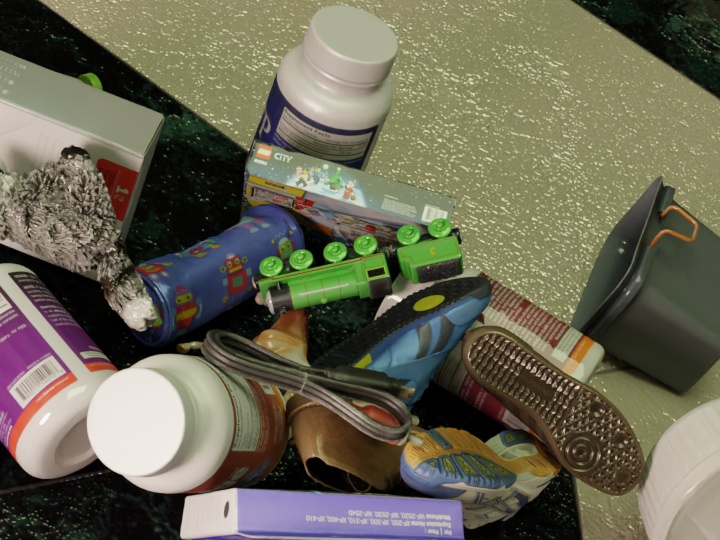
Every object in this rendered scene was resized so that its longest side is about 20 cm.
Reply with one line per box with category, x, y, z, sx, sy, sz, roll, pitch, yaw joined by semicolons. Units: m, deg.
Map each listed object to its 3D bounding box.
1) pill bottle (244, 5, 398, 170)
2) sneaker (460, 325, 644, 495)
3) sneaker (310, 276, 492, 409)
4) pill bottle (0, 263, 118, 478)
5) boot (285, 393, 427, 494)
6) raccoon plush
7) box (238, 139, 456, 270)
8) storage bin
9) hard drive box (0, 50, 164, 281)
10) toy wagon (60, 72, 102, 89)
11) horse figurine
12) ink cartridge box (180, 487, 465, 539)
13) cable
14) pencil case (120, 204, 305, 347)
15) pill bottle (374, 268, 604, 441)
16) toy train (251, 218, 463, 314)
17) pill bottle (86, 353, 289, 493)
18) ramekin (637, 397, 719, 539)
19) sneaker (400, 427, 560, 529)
pill bottle;-0.035;-0.159;1.969;0.119;0.200;0.120;13;41;-12
sneaker;0.172;0.118;1.760;0.200;0.070;0.076;44;2;-5
sneaker;0.044;0.077;1.771;0.200;0.079;0.066;-34;21;-24
pill bottle;-0.288;0.073;1.667;0.112;0.113;0.200;-21;57;-40
boot;0.013;0.169;1.707;0.200;0.074;0.076;26;41;-42
raccoon plush;-0.274;-0.023;1.695;0.134;0.097;0.200;-22;58;-18
box;-0.016;-0.057;1.905;0.199;0.137;0.038;16;70;-1
storage bin;0.316;0.016;2.005;0.134;0.146;0.200;33;40;-5
hard drive box;-0.299;-0.101;1.814;0.199;0.156;0.077;21;35;-2
toy wagon;-0.294;-0.124;1.936;0.155;0.040;0.200;-19;57;-38
horse figurine;-0.075;0.102;1.784;0.132;0.050;0.200;-11;48;-31
ink cartridge box;-0.025;0.201;1.602;0.197;0.200;0.044;5;82;-21
cable;-0.036;0.104;1.615;0.199;0.050;0.097;12;31;-18
pencil case;-0.143;0.004;1.839;0.087;0.078;0.200;3;23;44
pill bottle;0.118;0.070;1.861;0.200;0.114;0.114;32;41;10
toy train;0.000;0.000;1.814;0.199;0.042;0.057;-13;53;-1
pill bottle;-0.142;0.126;1.613;0.112;0.112;0.200;39;8;18
ramekin;0.341;0.201;1.770;0.202;0.203;0.094;3;32;-22
sneaker;0.095;0.190;1.707;0.200;0.088;0.075;9;33;-50
